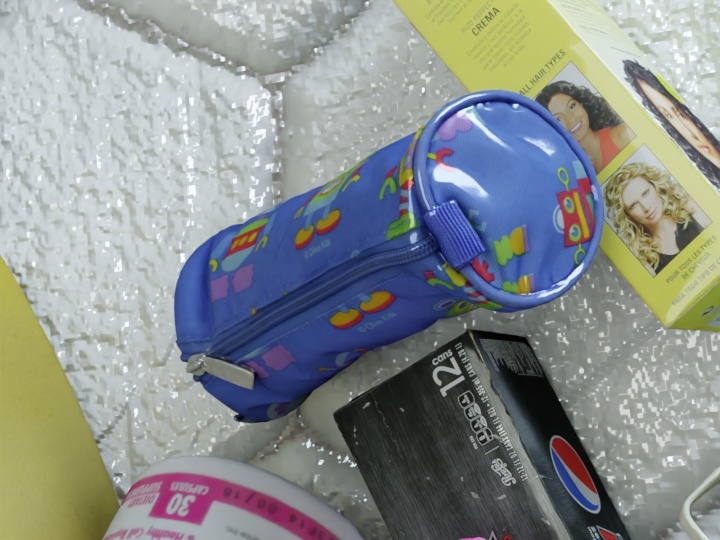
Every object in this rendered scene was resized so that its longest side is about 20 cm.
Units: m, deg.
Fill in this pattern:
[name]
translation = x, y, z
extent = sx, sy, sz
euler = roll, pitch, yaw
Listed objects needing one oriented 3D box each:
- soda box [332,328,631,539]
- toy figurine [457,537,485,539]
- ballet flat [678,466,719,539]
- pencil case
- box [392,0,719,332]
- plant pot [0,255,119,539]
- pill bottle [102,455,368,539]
[soda box]
translation = 0.069, 0.125, 0.742
extent = 0.071, 0.063, 0.200
euler = -33, 72, 22
[toy figurine]
translation = 0.036, 0.171, 0.637
extent = 0.200, 0.150, 0.184
euler = -36, 50, 44
[ballet flat]
translation = 0.134, 0.115, 0.679
extent = 0.070, 0.067, 0.200
euler = 27, 70, 21
[pencil case]
translation = 0.000, 0.000, 0.737
extent = 0.078, 0.087, 0.200
euler = 56, 142, -6
[box]
translation = 0.083, -0.067, 0.745
extent = 0.050, 0.075, 0.200
euler = -46, 69, 19
[plant pot]
translation = -0.211, 0.128, 0.822
extent = 0.200, 0.200, 0.176
euler = -43, 80, 18
[pill bottle]
translation = -0.075, 0.179, 0.732
extent = 0.113, 0.113, 0.200
euler = 6, 52, 27
